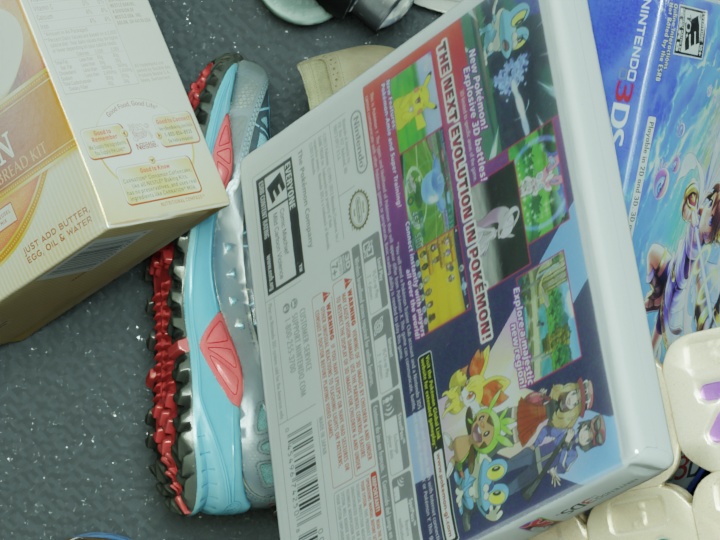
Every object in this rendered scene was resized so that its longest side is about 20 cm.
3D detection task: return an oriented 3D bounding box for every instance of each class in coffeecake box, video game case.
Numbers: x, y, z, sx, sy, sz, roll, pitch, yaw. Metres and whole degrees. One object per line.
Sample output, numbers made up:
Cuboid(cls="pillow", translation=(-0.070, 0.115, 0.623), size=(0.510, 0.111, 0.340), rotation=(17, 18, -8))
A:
Cuboid(cls="coffeecake box", translation=(-0.160, -0.084, 0.989), size=(0.153, 0.073, 0.201), rotation=(-30, 78, 41))
Cuboid(cls="video game case", translation=(0.120, -0.008, 0.930), size=(0.045, 0.181, 0.201), rotation=(15, 98, 30))
Cuboid(cls="video game case", translation=(0.027, 0.010, 0.858), size=(0.182, 0.023, 0.201), rotation=(-32, 54, 41))

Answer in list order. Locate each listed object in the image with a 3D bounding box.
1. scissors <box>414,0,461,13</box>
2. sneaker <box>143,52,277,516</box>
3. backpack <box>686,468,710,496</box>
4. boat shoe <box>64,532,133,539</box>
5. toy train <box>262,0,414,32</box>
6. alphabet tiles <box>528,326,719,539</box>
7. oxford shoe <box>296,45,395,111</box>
Cuboid(cls="scissors", translation=(0.118, -0.093, 1.045), size=(0.199, 0.014, 0.074), rotation=(-1, 84, 1))
Cuboid(cls="sneaker", translation=(-0.043, 0.007, 1.021), size=(0.095, 0.079, 0.201), rotation=(5, 79, -21))
Cuboid(cls="backpack", translation=(0.213, 0.111, 0.909), size=(0.182, 0.135, 0.200), rotation=(13, 56, 46))
Cuboid(cls="boat shoe", translation=(-0.045, 0.163, 0.988), size=(0.199, 0.072, 0.073), rotation=(14, 83, 4))
Cuboid(cls="toy train", translation=(-0.040, -0.196, 1.032), size=(0.200, 0.085, 0.114), rotation=(40, 77, 1))
Cuboid(cls="alphabet tiles", translation=(0.107, 0.125, 0.833), size=(0.199, 0.015, 0.197), rotation=(-14, 85, 21))
Cuboid(cls="oxford shoe", translation=(0.000, 0.000, 0.968), size=(0.074, 0.071, 0.201), rotation=(-1, 63, 9))
